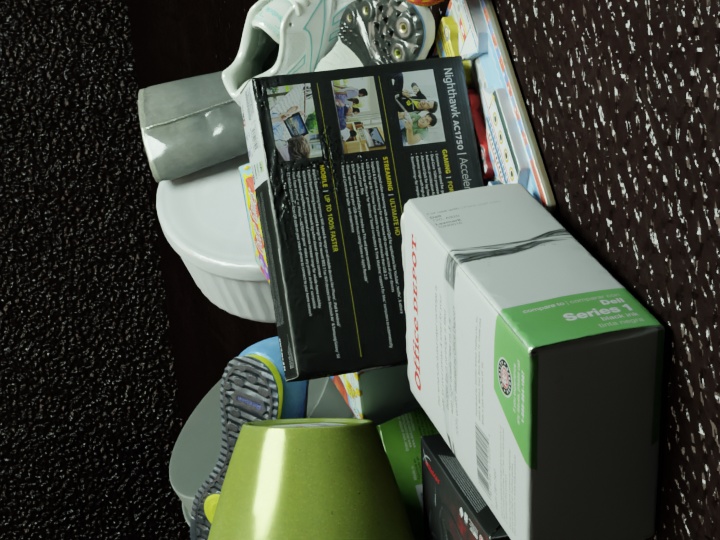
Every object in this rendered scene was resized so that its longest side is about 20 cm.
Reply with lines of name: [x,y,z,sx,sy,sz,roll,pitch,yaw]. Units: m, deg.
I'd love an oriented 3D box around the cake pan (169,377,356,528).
cake pan: [-0.081,0.129,1.412,0.037,0.200,0.200,47,-177,-26]

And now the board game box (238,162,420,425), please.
board game box: [0.000,0.000,1.270,0.200,0.105,0.103,54,161,40]

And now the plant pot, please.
plant pot: [-0.034,0.205,1.192,0.187,0.187,0.200,170,99,-77]

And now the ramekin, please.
ramekin: [-0.068,-0.043,1.476,0.094,0.202,0.203,77,174,-45]

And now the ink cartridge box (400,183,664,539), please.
ink cartridge box: [0.097,0.054,1.016,0.200,0.084,0.146,-124,27,-57]

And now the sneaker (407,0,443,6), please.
sneaker: [0.038,-0.231,1.184,0.200,0.073,0.077,-104,-4,-53]

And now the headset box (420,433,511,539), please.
headset box: [0.099,0.226,1.160,0.149,0.077,0.200,-126,31,-64]

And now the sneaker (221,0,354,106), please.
sneaker: [-0.039,-0.207,1.338,0.070,0.080,0.201,36,107,31]

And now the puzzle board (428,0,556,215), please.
puzzle board: [0.082,-0.092,1.162,0.151,0.017,0.200,106,152,-62]

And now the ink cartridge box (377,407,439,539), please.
ink cartridge box: [0.045,0.199,1.378,0.200,0.076,0.148,106,153,-59]

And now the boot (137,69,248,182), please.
boot: [-0.081,-0.115,1.434,0.073,0.200,0.182,79,175,-46]

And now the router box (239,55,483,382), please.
router box: [0.009,-0.035,1.144,0.051,0.149,0.200,153,109,-75]

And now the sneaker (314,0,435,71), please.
sneaker: [0.019,-0.161,1.276,0.072,0.072,0.200,70,160,6]

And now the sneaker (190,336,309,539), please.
sneaker: [-0.074,0.143,1.297,0.066,0.078,0.200,24,114,24]
